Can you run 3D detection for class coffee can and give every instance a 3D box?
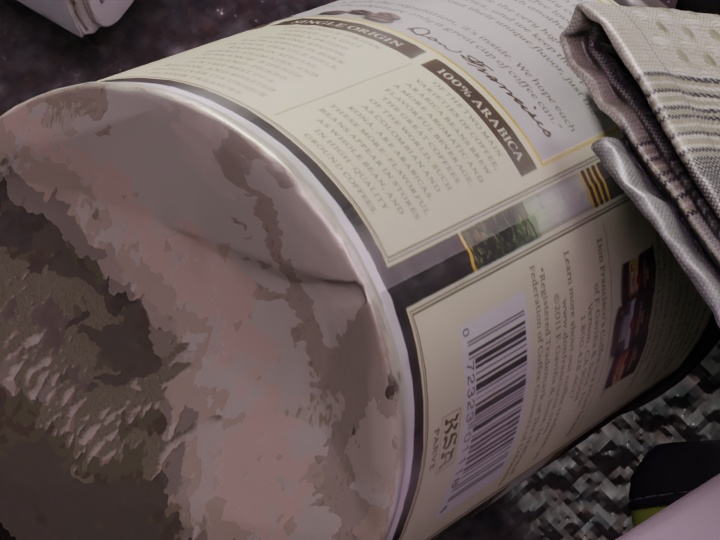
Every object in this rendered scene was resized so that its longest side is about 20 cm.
[{"bbox_3d":[0.000,0.000,0.683,0.146,0.146,0.200,50,35,10],"label":"coffee can"}]

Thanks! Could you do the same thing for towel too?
[{"bbox_3d":[0.155,0.009,0.654,0.200,0.035,0.193,2,48,-42],"label":"towel"}]

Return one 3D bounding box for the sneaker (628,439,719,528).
[{"bbox_3d":[0.172,0.091,0.745,0.199,0.072,0.083,-2,85,25],"label":"sneaker"}]

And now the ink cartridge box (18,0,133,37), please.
[{"bbox_3d":[-0.127,-0.188,0.793,0.200,0.083,0.147,30,72,17],"label":"ink cartridge box"}]

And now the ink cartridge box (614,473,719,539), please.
[{"bbox_3d":[0.107,0.138,0.688,0.200,0.084,0.146,-35,76,18],"label":"ink cartridge box"}]

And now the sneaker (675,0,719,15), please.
[{"bbox_3d":[0.137,-0.054,0.800,0.087,0.074,0.201,15,67,0],"label":"sneaker"}]
